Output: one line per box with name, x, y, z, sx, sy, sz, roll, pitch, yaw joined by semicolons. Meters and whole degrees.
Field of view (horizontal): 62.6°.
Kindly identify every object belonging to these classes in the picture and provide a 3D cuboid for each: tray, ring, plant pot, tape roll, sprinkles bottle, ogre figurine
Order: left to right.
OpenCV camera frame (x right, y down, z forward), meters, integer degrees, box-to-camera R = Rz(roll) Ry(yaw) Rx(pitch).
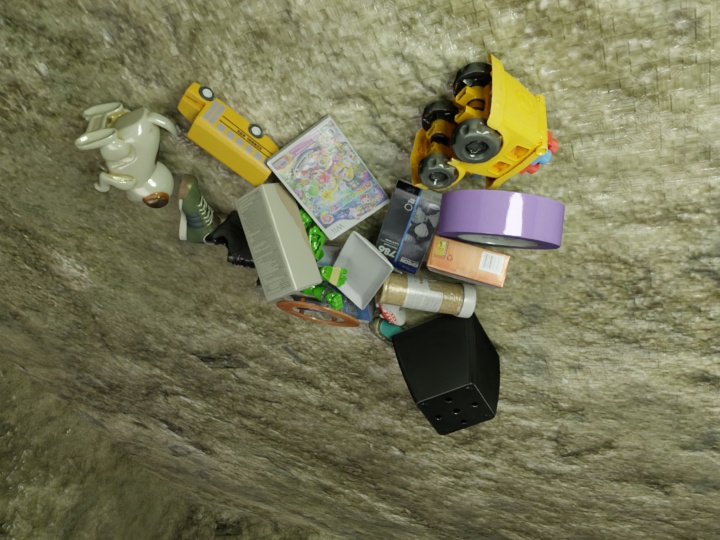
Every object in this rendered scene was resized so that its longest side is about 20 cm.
ogre figurine;-0.104;-0.021;1.192;0.119;0.099;0.201;-2;133;51
ring;-0.096;0.095;1.353;0.196;0.020;0.201;13;165;4
tray;0.000;0.000;1.192;0.107;0.022;0.201;43;148;6
sprinkles bottle;0.133;0.049;1.201;0.195;0.069;0.069;9;144;-10
plant pot;0.198;0.236;1.297;0.196;0.180;0.201;-23;128;18
tape roll;0.225;-0.079;0.956;0.195;0.067;0.200;7;178;0

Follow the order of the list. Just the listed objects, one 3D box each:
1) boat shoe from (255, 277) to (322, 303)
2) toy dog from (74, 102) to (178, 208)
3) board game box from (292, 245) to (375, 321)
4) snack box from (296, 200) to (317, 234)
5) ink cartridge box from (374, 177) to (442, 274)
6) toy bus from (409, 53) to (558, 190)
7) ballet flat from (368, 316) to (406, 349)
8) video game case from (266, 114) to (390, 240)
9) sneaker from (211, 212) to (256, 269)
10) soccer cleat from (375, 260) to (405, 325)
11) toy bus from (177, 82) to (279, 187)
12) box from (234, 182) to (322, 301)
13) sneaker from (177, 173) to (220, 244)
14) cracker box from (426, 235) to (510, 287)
boat shoe;-0.140;0.030;1.304;0.195;0.058;0.067;7;164;17
toy dog;-0.444;-0.222;1.182;0.190;0.141;0.202;-19;137;-8
board game box;-0.074;0.025;1.341;0.194;0.044;0.202;7;140;18
snack box;-0.125;-0.126;1.190;0.197;0.038;0.116;-16;130;40
ink cartridge box;0.086;-0.069;1.121;0.097;0.040;0.202;19;132;3
toy bus;0.194;-0.190;0.894;0.189;0.138;0.199;20;148;-24
ballet flat;0.098;0.169;1.416;0.199;0.069;0.075;37;161;-23
video game case;-0.055;-0.163;1.079;0.142;0.018;0.201;-31;123;16
sneaker;-0.238;-0.035;1.276;0.198;0.091;0.077;36;146;15
soccer cleat;0.071;0.045;1.273;0.083;0.069;0.202;-8;129;27
toy bus;-0.242;-0.244;1.074;0.198;0.079;0.065;36;141;-16
box;-0.155;-0.054;1.117;0.094;0.077;0.204;-18;89;40
sneaker;-0.345;-0.125;1.289;0.088;0.068;0.201;17;143;-6
cracker box;0.190;-0.012;1.064;0.131;0.059;0.200;16;179;8
